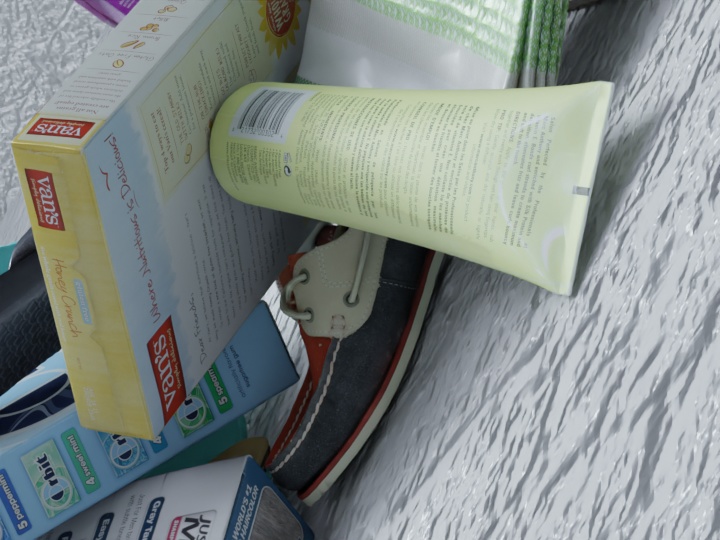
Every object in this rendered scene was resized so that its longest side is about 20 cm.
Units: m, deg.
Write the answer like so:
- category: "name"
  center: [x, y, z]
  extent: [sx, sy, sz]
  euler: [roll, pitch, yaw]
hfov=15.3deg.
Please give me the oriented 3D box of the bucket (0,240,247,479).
- category: "bucket"
  center: [-0.161, 0.085, 1.345]
  extent: [0.207, 0.207, 0.135]
  euler: [-68, 12, -20]

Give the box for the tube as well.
- category: "tube"
  center: [0.020, -0.039, 1.016]
  extent: [0.052, 0.058, 0.200]
  euler: [-37, 27, -29]

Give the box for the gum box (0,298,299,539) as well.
- category: "gum box"
  center: [-0.152, 0.069, 1.184]
  extent: [0.200, 0.045, 0.170]
  euler: [-31, 19, -23]

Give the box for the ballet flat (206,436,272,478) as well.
- category: "ballet flat"
  center: [-0.088, 0.147, 1.199]
  extent: [0.069, 0.063, 0.200]
  euler: [115, 173, -49]

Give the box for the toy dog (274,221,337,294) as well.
- category: "toy dog"
  center: [-0.025, -0.039, 1.329]
  extent: [0.132, 0.096, 0.200]
  euler: [-60, -3, 33]

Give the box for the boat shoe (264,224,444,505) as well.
- category: "boat shoe"
  center: [0.000, 0.000, 1.136]
  extent: [0.200, 0.063, 0.071]
  euler: [-66, 13, -5]

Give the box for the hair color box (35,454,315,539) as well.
- category: "hair color box"
  center: [-0.125, 0.150, 1.131]
  extent: [0.200, 0.061, 0.100]
  euler: [-15, 40, 29]

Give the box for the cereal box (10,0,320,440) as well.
- category: "cereal box"
  center: [-0.068, -0.046, 1.111]
  extent: [0.200, 0.039, 0.144]
  euler: [-53, -37, -45]

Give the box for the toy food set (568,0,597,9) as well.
- category: "toy food set"
  center: [0.097, -0.187, 1.107]
  extent: [0.144, 0.060, 0.200]
  euler: [-65, 11, -4]

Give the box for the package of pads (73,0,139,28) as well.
- category: "package of pads"
  center: [-0.065, -0.212, 1.328]
  extent: [0.120, 0.076, 0.200]
  euler: [-42, 19, 46]

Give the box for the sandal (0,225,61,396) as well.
- category: "sandal"
  center: [-0.131, -0.002, 1.154]
  extent: [0.200, 0.043, 0.076]
  euler: [-35, -27, -34]

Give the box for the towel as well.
- category: "towel"
  center: [0.027, -0.137, 1.051]
  extent: [0.149, 0.031, 0.200]
  euler: [25, 116, 46]
